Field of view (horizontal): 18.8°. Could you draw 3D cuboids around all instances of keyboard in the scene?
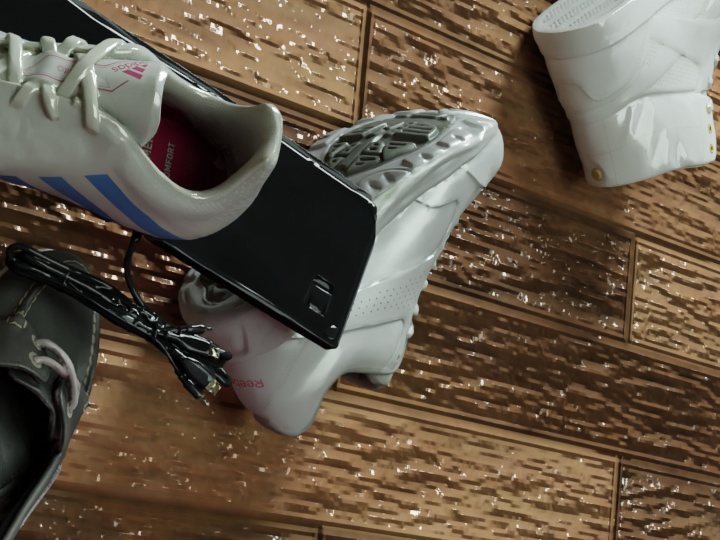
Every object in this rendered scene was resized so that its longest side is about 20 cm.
[{"bbox_3d":[-0.086,-0.025,0.870,0.199,0.021,0.128,33,57,-19],"label":"keyboard"}]

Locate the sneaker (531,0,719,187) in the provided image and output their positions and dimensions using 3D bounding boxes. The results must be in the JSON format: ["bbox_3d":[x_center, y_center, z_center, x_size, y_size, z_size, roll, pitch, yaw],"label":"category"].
[{"bbox_3d":[0.177,-0.120,1.210,0.199,0.073,0.116,-34,116,-35],"label":"sneaker"}]

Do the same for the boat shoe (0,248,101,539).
[{"bbox_3d":[-0.141,0.074,0.821,0.067,0.057,0.201,54,50,-34],"label":"boat shoe"}]

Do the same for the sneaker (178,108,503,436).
[{"bbox_3d":[0.000,0.000,0.994,0.200,0.078,0.100,-40,125,-33],"label":"sneaker"}]

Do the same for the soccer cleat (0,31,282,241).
[{"bbox_3d":[-0.120,-0.065,0.795,0.199,0.086,0.070,15,65,-29],"label":"soccer cleat"}]
